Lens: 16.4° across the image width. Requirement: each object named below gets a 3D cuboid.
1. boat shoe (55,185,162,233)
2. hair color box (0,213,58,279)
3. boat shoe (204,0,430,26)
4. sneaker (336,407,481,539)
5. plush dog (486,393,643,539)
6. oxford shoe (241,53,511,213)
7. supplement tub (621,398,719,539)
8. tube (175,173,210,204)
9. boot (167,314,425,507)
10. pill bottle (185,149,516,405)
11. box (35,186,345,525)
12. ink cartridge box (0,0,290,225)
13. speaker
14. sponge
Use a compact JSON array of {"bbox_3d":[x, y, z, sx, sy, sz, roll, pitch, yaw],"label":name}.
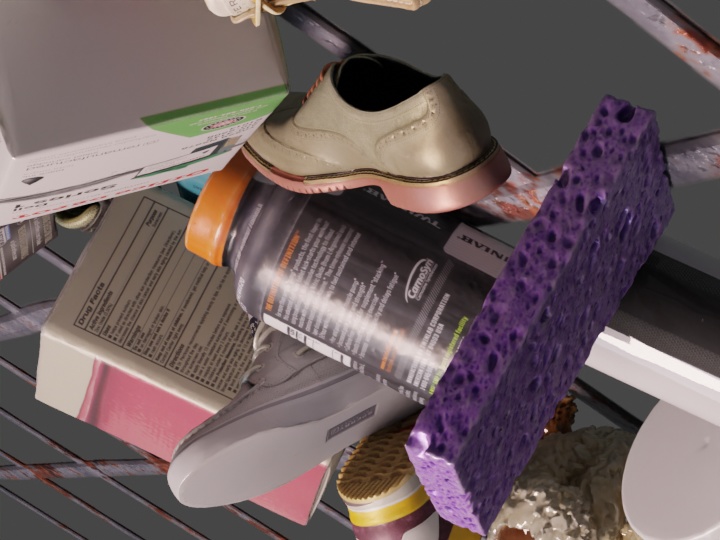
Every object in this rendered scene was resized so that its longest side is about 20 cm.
[{"bbox_3d":[-0.182,-0.059,1.632,0.072,0.066,0.201,25,162,21],"label":"boat shoe"},{"bbox_3d":[-0.276,-0.095,1.569,0.200,0.064,0.111,49,166,9],"label":"hair color box"},{"bbox_3d":[-0.053,-0.147,1.149,0.199,0.069,0.074,20,161,28],"label":"boat shoe"},{"bbox_3d":[0.044,0.131,1.532,0.075,0.200,0.090,-10,107,27],"label":"sneaker"},{"bbox_3d":[0.187,0.154,1.575,0.171,0.161,0.200,1,143,20],"label":"plush dog"},{"bbox_3d":[-0.001,-0.083,1.297,0.200,0.071,0.074,10,130,49],"label":"oxford shoe"},{"bbox_3d":[0.259,0.148,1.406,0.200,0.132,0.132,38,162,-28],"label":"supplement tub"},{"bbox_3d":[-0.083,-0.016,1.640,0.077,0.051,0.200,17,156,10],"label":"tube"},{"bbox_3d":[-0.047,0.065,1.490,0.096,0.199,0.074,51,147,26],"label":"boot"},{"bbox_3d":[0.000,0.000,1.437,0.199,0.106,0.106,27,164,7],"label":"pill bottle"},{"bbox_3d":[-0.091,0.052,1.585,0.199,0.128,0.109,25,152,3],"label":"box"},{"bbox_3d":[-0.129,-0.091,1.278,0.200,0.145,0.085,142,112,-75],"label":"ink cartridge box"},{"bbox_3d":[0.187,0.038,1.283,0.199,0.081,0.081,26,163,14],"label":"speaker"},{"bbox_3d":[0.089,0.024,1.193,0.030,0.200,0.112,25,162,21],"label":"sponge"}]
